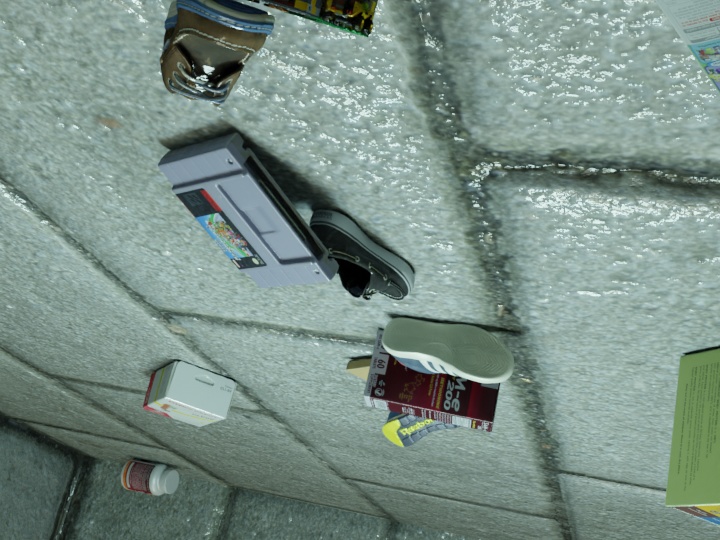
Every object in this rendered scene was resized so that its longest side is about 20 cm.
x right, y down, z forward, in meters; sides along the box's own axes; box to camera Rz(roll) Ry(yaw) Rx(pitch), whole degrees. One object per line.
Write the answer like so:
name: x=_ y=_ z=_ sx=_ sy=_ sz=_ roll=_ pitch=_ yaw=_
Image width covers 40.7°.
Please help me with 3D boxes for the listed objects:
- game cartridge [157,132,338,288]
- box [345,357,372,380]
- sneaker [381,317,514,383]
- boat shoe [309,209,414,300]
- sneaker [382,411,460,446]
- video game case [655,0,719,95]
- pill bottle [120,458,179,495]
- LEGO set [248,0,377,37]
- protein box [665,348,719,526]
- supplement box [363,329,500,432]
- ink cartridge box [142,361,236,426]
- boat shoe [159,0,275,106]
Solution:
game cartridge: x=-0.125 y=-0.058 z=1.077 sx=0.128 sy=0.039 sz=0.201 roll=-10 pitch=130 yaw=40
box: x=0.096 y=0.179 z=1.634 sx=0.162 sy=0.022 sz=0.198 roll=28 pitch=154 yaw=-33
sneaker: x=0.131 y=0.120 z=1.395 sx=0.197 sy=0.076 sz=0.085 roll=16 pitch=160 yaw=25
boat shoe: x=0.000 y=0.000 z=1.177 sx=0.069 sy=0.067 sz=0.200 roll=0 pitch=155 yaw=32
sneaker: x=0.123 y=0.220 z=1.601 sx=0.198 sy=0.083 sz=0.074 roll=-25 pitch=113 yaw=32
video game case: x=0.305 y=-0.166 z=0.617 sx=0.198 sy=0.022 sz=0.181 roll=-6 pitch=151 yaw=41
pill bottle: x=-0.765 y=0.756 z=3.540 sx=0.197 sy=0.115 sz=0.113 roll=4 pitch=157 yaw=26
LEGO set: x=-0.066 y=-0.233 z=0.615 sx=0.197 sy=0.118 sz=0.153 roll=22 pitch=-168 yaw=21
protein box: x=0.497 y=0.203 z=1.177 sx=0.133 sy=0.202 sz=0.199 roll=21 pitch=158 yaw=-21
supplement box: x=0.111 y=0.166 z=1.467 sx=0.196 sy=0.111 sz=0.061 roll=10 pitch=159 yaw=9
ink cartridge box: x=-0.367 y=0.266 z=2.074 sx=0.143 sy=0.085 sz=0.199 roll=22 pitch=158 yaw=-20
boat shoe: x=-0.112 y=-0.162 z=0.729 sx=0.071 sy=0.074 sz=0.200 roll=14 pitch=-174 yaw=-17
